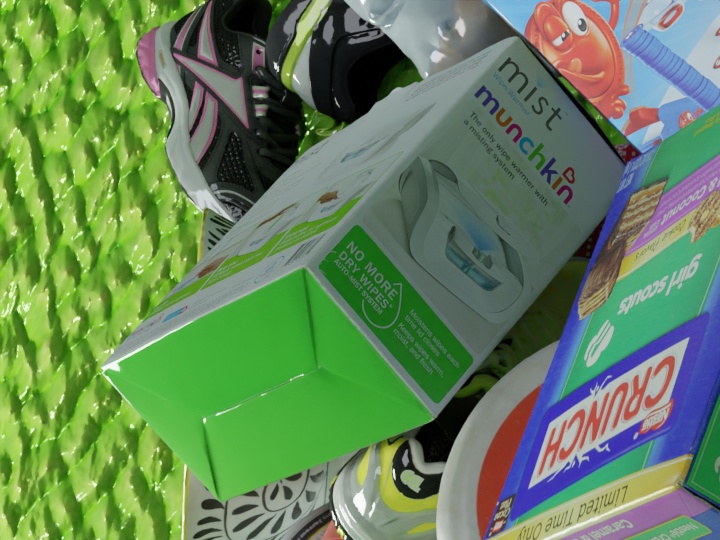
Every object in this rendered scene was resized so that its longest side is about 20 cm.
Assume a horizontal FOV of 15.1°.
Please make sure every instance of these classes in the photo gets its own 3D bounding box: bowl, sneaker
[{"bbox_3d":[-0.042,0.069,1.438,0.201,0.094,0.201,-178,90,-89],"label":"bowl"},{"bbox_3d":[-0.066,-0.093,1.574,0.086,0.080,0.200,-39,54,18],"label":"sneaker"},{"bbox_3d":[0.069,0.060,1.269,0.200,0.075,0.076,-48,0,-35],"label":"sneaker"},{"bbox_3d":[0.030,-0.162,1.517,0.083,0.072,0.200,44,111,23],"label":"sneaker"}]

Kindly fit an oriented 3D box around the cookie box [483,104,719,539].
[{"bbox_3d":[0.139,0.031,1.040,0.171,0.075,0.200,-34,30,61],"label":"cookie box"}]

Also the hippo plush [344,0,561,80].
[{"bbox_3d":[0.054,-0.200,1.378,0.200,0.159,0.161,32,135,40],"label":"hippo plush"}]

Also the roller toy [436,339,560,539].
[{"bbox_3d":[0.133,0.127,1.173,0.199,0.140,0.183,9,62,18],"label":"roller toy"}]

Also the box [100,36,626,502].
[{"bbox_3d":[0.000,0.000,1.278,0.177,0.097,0.200,-48,12,-34],"label":"box"}]

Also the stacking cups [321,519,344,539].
[{"bbox_3d":[0.037,0.079,1.329,0.060,0.061,0.200,-20,32,43],"label":"stacking cups"}]

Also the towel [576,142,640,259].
[{"bbox_3d":[0.176,0.006,1.299,0.200,0.022,0.145,0,77,51],"label":"towel"}]

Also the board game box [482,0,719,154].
[{"bbox_3d":[0.181,-0.139,1.240,0.200,0.056,0.196,-47,66,7],"label":"board game box"}]

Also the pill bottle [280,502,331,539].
[{"bbox_3d":[0.040,0.196,1.305,0.200,0.112,0.112,34,101,49],"label":"pill bottle"}]
